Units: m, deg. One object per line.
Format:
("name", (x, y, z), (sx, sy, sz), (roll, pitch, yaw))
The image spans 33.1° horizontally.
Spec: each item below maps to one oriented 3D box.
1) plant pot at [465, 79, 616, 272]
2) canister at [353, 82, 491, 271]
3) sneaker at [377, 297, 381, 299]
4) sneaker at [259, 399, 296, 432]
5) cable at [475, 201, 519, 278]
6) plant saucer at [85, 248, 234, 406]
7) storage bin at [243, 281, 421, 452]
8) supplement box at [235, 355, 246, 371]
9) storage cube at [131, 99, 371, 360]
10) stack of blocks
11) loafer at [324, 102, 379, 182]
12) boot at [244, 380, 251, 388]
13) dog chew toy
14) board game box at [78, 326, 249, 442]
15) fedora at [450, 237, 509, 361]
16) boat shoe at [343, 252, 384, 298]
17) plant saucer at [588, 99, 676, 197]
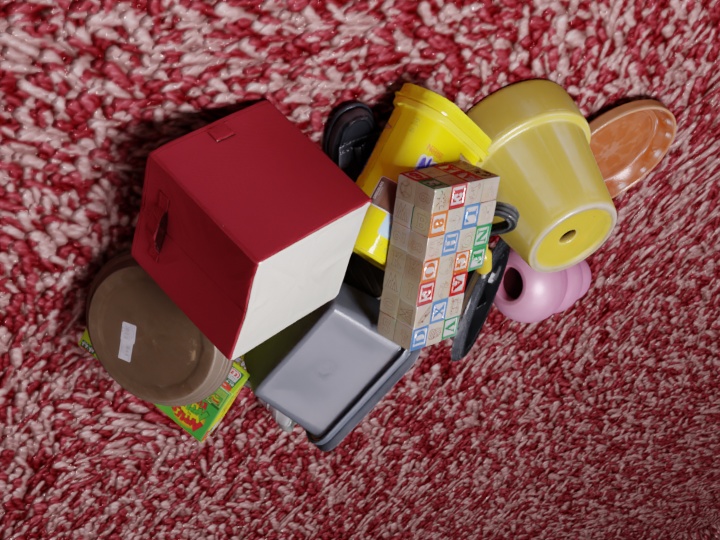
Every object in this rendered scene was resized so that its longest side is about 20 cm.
("plant pot", (0.228, -0.109, 1.567), (0.199, 0.190, 0.202), (-20, 148, -13))
("canister", (0.060, -0.100, 1.453), (0.148, 0.086, 0.201), (31, 86, -53))
("sneaker", (0.018, 0.073, 1.681), (0.099, 0.070, 0.201), (-52, 170, -36))
("sneaker", (-0.050, 0.197, 1.867), (0.198, 0.100, 0.078), (-21, 148, -14))
("cable", (0.141, -0.051, 1.539), (0.051, 0.097, 0.200), (-60, 177, -30))
("plant saucer", (-0.241, 0.072, 1.428), (0.200, 0.200, 0.029), (-47, 179, 27))
("storage bin", (-0.046, 0.097, 1.509), (0.134, 0.146, 0.200), (33, 109, -33))
("supplement box", (-0.162, 0.036, 1.531), (0.108, 0.110, 0.201), (-20, 148, -15))
("storage cube", (-0.121, -0.047, 1.333), (0.199, 0.180, 0.172), (-29, 154, -37))
("stack of blocks", (0.090, -0.018, 1.419), (0.115, 0.058, 0.202), (-14, 121, -43))
("loafer", (-0.002, -0.119, 1.483), (0.071, 0.063, 0.201), (-20, 148, -16))
("boot", (-0.102, 0.089, 1.683), (0.153, 0.074, 0.203), (-40, 162, 15))
("dog chew toy", (0.285, 0.014, 1.866), (0.199, 0.125, 0.125), (-5, 142, -47))
("board game box", (-0.243, 0.109, 1.493), (0.102, 0.199, 0.048), (-55, 175, 37))
("fedora", (0.140, 0.026, 1.726), (0.200, 0.091, 0.202), (22, 90, -76))
("boat shoe", (0.000, 0.000, 1.608), (0.076, 0.072, 0.199), (-21, -173, -39))
("plant saucer", (0.360, -0.170, 1.739), (0.199, 0.032, 0.201), (-21, 149, -13))
